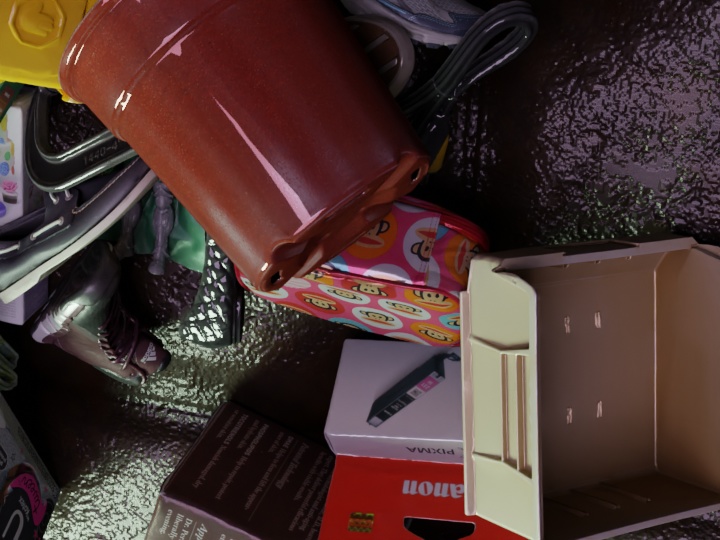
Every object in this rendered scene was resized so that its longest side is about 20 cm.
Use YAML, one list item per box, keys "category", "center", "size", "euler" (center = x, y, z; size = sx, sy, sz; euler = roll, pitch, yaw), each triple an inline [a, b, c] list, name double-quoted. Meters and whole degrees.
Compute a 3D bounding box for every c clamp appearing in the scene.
- category: "c clamp"
  center: [-0.197, -0.156, 1.153]
  size: [0.199, 0.027, 0.172]
  euler: [-27, 62, 26]

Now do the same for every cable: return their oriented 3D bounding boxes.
- category: "cable"
  center: [0.051, -0.133, 1.086]
  size: [0.096, 0.051, 0.201]
  euler: [6, 135, -27]

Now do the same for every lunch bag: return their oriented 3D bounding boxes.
- category: "lunch bag"
  center: [0.000, 0.000, 1.144]
  size: [0.198, 0.176, 0.083]
  euler: [15, 71, 8]

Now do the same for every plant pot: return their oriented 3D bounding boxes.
- category: "plant pot"
  center: [-0.066, -0.106, 0.984]
  size: [0.201, 0.200, 0.196]
  euler: [-42, 80, 27]

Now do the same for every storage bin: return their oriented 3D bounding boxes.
- category: "storage bin"
  center: [0.180, 0.082, 1.070]
  size: [0.093, 0.199, 0.200]
  euler: [12, 106, 58]

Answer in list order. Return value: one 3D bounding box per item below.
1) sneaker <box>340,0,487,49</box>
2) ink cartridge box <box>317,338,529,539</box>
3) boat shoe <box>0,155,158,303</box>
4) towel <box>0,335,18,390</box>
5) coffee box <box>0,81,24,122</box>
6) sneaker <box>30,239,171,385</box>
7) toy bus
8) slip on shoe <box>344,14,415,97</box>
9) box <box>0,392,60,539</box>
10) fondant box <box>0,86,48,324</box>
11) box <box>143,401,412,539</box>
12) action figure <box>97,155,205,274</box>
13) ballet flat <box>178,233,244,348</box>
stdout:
- category: "sneaker"
  center: [0.012, -0.230, 1.077]
  size: [0.199, 0.078, 0.087]
  euler: [25, 110, 2]
- category: "ink cartridge box"
  center: [0.068, 0.142, 1.167]
  size: [0.198, 0.175, 0.044]
  euler: [2, 145, 15]
- category: "boat shoe"
  center: [-0.239, -0.045, 1.171]
  size: [0.199, 0.073, 0.063]
  euler: [-34, 99, 29]
- category: "towel"
  center: [-0.410, 0.048, 1.277]
  size: [0.198, 0.049, 0.171]
  euler: [12, 157, 10]
- category: "coffee box"
  center: [-0.339, -0.157, 1.168]
  size: [0.122, 0.044, 0.201]
  euler: [32, 85, 6]
- category: "sneaker"
  center: [-0.202, 0.043, 1.228]
  size: [0.115, 0.076, 0.200]
  euler: [33, 159, -12]
- category: "toy bus"
  center: [-0.242, -0.200, 1.081]
  size: [0.191, 0.200, 0.137]
  euler: [12, 104, -29]
- category: "slip on shoe"
  center: [-0.023, -0.135, 1.100]
  size: [0.200, 0.060, 0.077]
  euler: [-30, 80, 45]
- category: "box"
  center: [-0.371, 0.186, 1.299]
  size: [0.131, 0.115, 0.201]
  euler: [3, 141, 15]
- category: "fondant box"
  center: [-0.345, -0.065, 1.259]
  size: [0.143, 0.058, 0.202]
  euler: [11, 116, 11]
- category: "box"
  center: [-0.080, 0.251, 1.256]
  size: [0.199, 0.164, 0.167]
  euler: [25, 116, 4]
- category: "action figure"
  center: [-0.171, -0.099, 1.198]
  size: [0.117, 0.055, 0.202]
  euler: [13, 113, 9]
- category: "ballet flat"
  center: [-0.124, -0.027, 1.180]
  size: [0.056, 0.067, 0.202]
  euler: [1, 111, 1]
